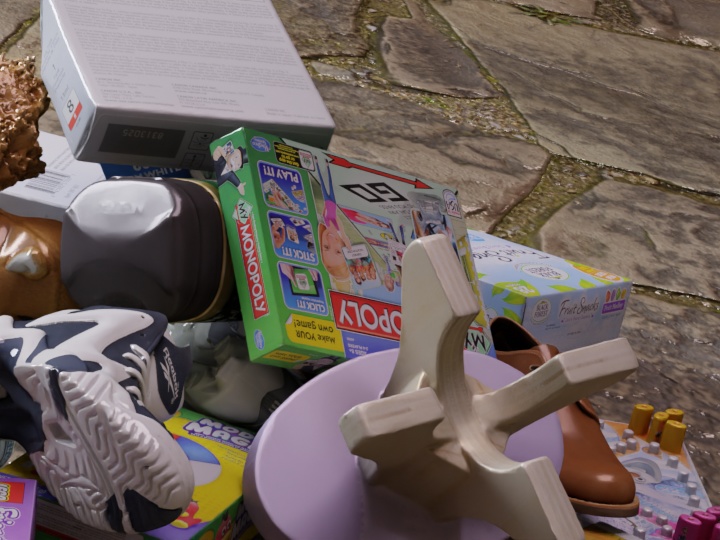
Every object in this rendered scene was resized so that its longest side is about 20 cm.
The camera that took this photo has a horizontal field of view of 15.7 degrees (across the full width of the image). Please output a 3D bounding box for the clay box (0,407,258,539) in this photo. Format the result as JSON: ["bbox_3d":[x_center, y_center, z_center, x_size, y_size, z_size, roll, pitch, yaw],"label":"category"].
[{"bbox_3d":[-0.115,0.119,1.433,0.115,0.048,0.200,17,20,14],"label":"clay box"}]

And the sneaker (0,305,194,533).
[{"bbox_3d":[-0.122,0.068,1.375,0.130,0.080,0.199,-17,23,-39],"label":"sneaker"}]

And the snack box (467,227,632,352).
[{"bbox_3d":[0.061,0.012,1.801,0.200,0.068,0.169,20,13,27],"label":"snack box"}]

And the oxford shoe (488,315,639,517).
[{"bbox_3d":[0.110,0.087,1.563,0.071,0.071,0.200,5,22,-27],"label":"oxford shoe"}]

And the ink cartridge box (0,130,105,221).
[{"bbox_3d":[-0.243,-0.041,1.766,0.200,0.084,0.145,14,19,5],"label":"ink cartridge box"}]

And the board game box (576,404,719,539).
[{"bbox_3d":[0.123,0.117,1.630,0.200,0.026,0.200,10,18,-7],"label":"board game box"}]

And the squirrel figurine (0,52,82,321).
[{"bbox_3d":[-0.243,-0.033,1.556,0.187,0.200,0.142,8,7,29],"label":"squirrel figurine"}]

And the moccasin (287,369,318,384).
[{"bbox_3d":[-0.001,0.062,1.613,0.074,0.078,0.201,51,-6,-24],"label":"moccasin"}]

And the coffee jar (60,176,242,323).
[{"bbox_3d":[-0.081,-0.012,1.543,0.104,0.085,0.200,3,2,37],"label":"coffee jar"}]

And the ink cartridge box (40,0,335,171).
[{"bbox_3d":[-0.123,-0.137,1.601,0.162,0.050,0.200,4,37,-29],"label":"ink cartridge box"}]

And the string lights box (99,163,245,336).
[{"bbox_3d":[-0.121,-0.060,1.696,0.059,0.200,0.103,-13,25,15],"label":"string lights box"}]

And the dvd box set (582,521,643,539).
[{"bbox_3d":[0.130,0.194,1.398,0.146,0.029,0.200,25,23,34],"label":"dvd box set"}]

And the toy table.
[{"bbox_3d":[0.047,0.087,1.403,0.200,0.117,0.184,-27,79,-36],"label":"toy table"}]

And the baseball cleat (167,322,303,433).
[{"bbox_3d":[-0.075,0.079,1.574,0.106,0.070,0.200,43,-4,-16],"label":"baseball cleat"}]

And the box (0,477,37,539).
[{"bbox_3d":[-0.228,0.154,1.244,0.137,0.039,0.200,3,19,-5],"label":"box"}]

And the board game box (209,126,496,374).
[{"bbox_3d":[0.000,0.000,1.522,0.029,0.135,0.200,-27,-25,34],"label":"board game box"}]

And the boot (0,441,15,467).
[{"bbox_3d":[-0.290,0.059,1.454,0.200,0.073,0.090,25,17,30],"label":"boot"}]
